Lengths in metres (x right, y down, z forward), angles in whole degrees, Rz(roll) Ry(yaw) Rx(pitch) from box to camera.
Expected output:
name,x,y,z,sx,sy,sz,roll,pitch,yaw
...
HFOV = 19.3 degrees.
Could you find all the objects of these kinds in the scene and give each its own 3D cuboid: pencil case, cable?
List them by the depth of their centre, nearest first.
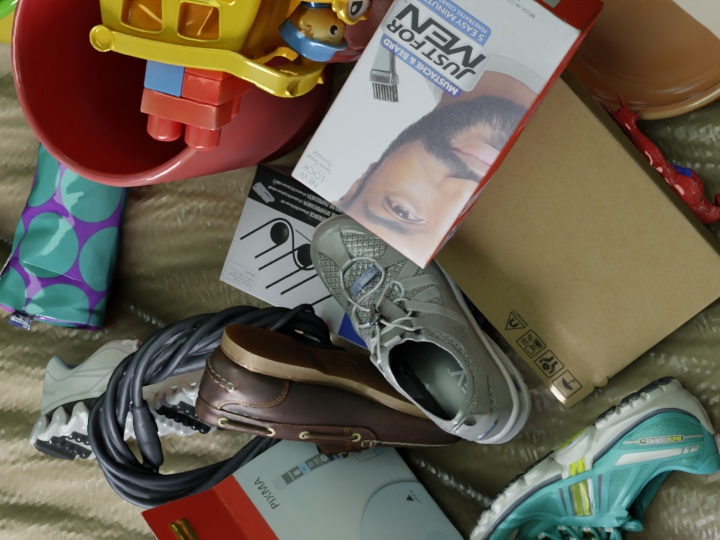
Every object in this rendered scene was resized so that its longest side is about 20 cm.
name,x,y,z,sx,sy,sz,roll,pitch,yaw
cable,-0.100,0.091,1.516,0.200,0.163,0.051,-56,26,27
pencil case,-0.225,-0.054,1.630,0.092,0.085,0.200,13,93,3

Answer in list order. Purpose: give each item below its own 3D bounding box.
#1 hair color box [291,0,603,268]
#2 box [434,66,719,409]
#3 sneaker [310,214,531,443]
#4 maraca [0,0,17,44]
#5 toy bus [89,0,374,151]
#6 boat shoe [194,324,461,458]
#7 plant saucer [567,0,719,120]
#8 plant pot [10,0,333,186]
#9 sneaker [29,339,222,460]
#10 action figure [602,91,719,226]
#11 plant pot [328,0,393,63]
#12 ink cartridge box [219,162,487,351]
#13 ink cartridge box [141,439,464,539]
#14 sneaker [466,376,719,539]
name,x,y,z,sx,sy,sz,roll,pitch,yaw
hair color box,0.053,-0.114,1.350,0.111,0.064,0.200,35,123,5
box,0.131,-0.026,1.405,0.200,0.021,0.163,48,122,-2
sneaker,0.033,0.034,1.432,0.200,0.082,0.075,46,110,21
maraca,-0.249,-0.227,1.612,0.137,0.200,0.107,-39,106,-14
toy bus,-0.071,-0.168,1.339,0.200,0.136,0.192,12,107,18
boat shoe,-0.018,0.093,1.462,0.070,0.200,0.070,-67,23,17
plant saucer,0.200,-0.199,1.428,0.200,0.037,0.200,-1,87,30
plant pot,-0.122,-0.153,1.525,0.200,0.177,0.201,-2,86,28
sneaker,-0.161,0.086,1.599,0.200,0.075,0.081,-12,63,23
action figure,0.168,-0.076,1.413,0.200,0.065,0.052,30,64,11
plant pot,0.021,-0.246,1.452,0.201,0.201,0.196,-6,93,29
ink cartridge box,0.000,0.000,1.525,0.200,0.044,0.094,25,101,28
ink cartridge box,-0.027,0.187,1.442,0.160,0.200,0.047,52,130,21
sneaker,0.151,0.153,1.418,0.200,0.077,0.080,-38,79,22
